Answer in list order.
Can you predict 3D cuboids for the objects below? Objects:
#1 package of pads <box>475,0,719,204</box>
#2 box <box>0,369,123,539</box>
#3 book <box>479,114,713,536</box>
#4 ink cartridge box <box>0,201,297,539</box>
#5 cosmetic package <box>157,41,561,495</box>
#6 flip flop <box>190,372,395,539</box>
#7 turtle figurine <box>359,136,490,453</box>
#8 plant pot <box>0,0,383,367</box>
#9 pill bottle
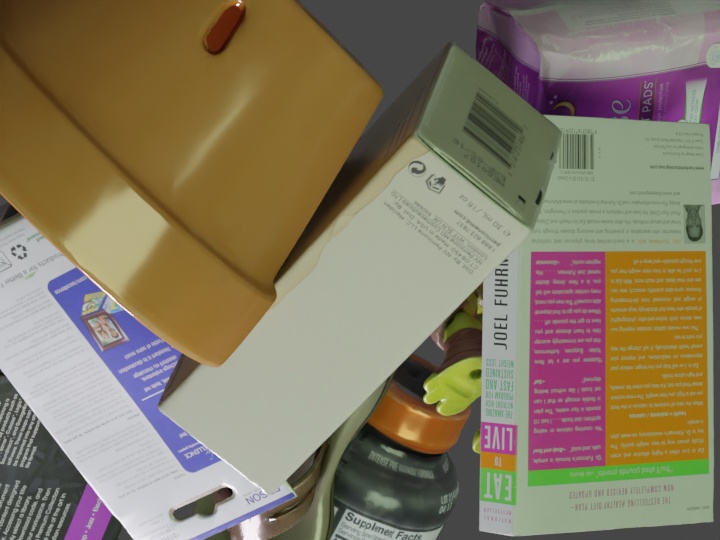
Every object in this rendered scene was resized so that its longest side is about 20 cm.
[{"bbox_3d":[0.160,-0.093,1.405,0.199,0.076,0.121,-9,121,-20],"label":"package of pads"},{"bbox_3d":[-0.211,0.104,1.382,0.199,0.036,0.143,11,114,-32],"label":"box"},{"bbox_3d":[0.116,0.025,1.310,0.133,0.048,0.201,1,92,-42],"label":"book"},{"bbox_3d":[-0.120,0.048,1.327,0.095,0.037,0.200,-26,111,23],"label":"ink cartridge box"},{"bbox_3d":[0.000,0.000,1.243,0.073,0.104,0.200,39,119,-10],"label":"cosmetic package"},{"bbox_3d":[-0.042,0.096,1.368,0.058,0.081,0.200,-13,134,-59],"label":"flip flop"},{"bbox_3d":[0.054,0.016,1.375,0.064,0.162,0.200,-22,138,5],"label":"turtle figurine"},{"bbox_3d":[-0.084,-0.076,1.161,0.140,0.200,0.200,-44,128,4],"label":"plant pot"},{"bbox_3d":[-0.014,0.139,1.453,0.106,0.106,0.200,16,112,-32],"label":"pill bottle"}]
